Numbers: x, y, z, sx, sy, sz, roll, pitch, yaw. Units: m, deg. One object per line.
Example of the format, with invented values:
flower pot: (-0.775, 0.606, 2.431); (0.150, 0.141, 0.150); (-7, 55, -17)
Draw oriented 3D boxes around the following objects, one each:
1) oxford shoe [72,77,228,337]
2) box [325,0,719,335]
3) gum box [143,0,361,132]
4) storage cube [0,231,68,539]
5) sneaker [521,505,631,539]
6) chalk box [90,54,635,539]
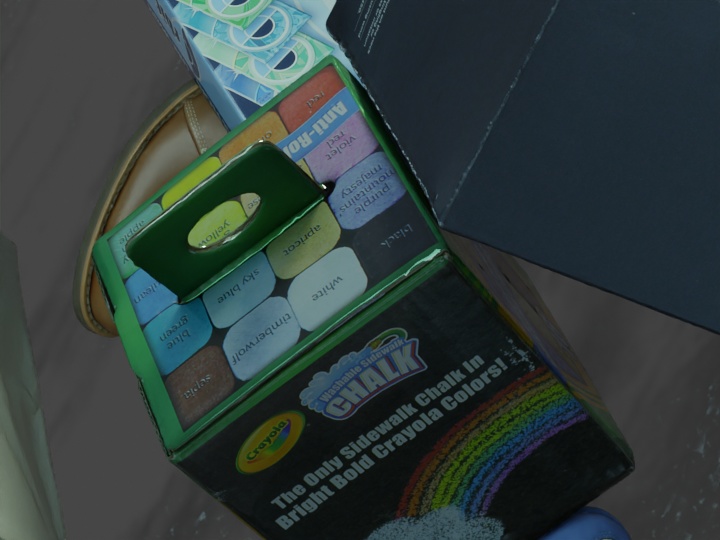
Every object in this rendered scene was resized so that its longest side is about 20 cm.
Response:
oxford shoe: (-0.049, -0.046, 0.929); (0.071, 0.071, 0.200); (37, 87, 36)
box: (0.111, -0.064, 0.760); (0.104, 0.199, 0.182); (-62, 24, 20)
gum box: (0.013, -0.137, 0.904); (0.199, 0.045, 0.170); (-26, 52, -9)
storage cube: (-0.246, 0.061, 0.906); (0.179, 0.200, 0.172); (-17, 68, 8)
sneaker: (0.080, 0.186, 0.790); (0.075, 0.088, 0.201); (17, 77, -21)
chalk box: (-0.011, 0.019, 0.788); (0.125, 0.200, 0.124); (-36, 42, 7)
